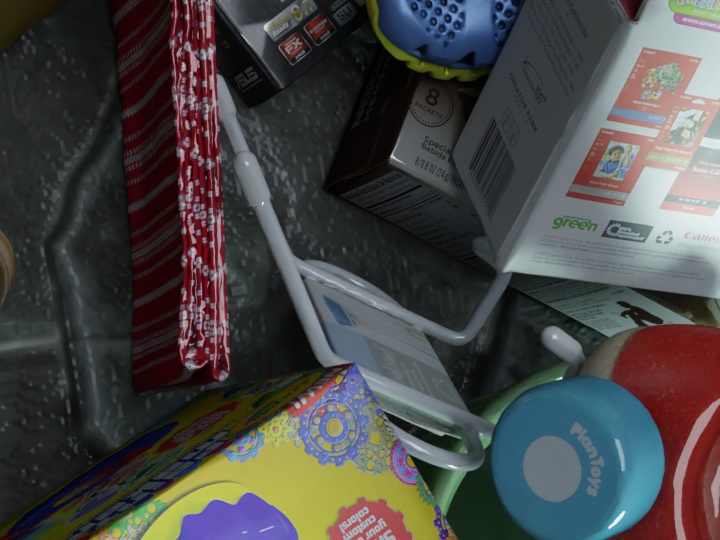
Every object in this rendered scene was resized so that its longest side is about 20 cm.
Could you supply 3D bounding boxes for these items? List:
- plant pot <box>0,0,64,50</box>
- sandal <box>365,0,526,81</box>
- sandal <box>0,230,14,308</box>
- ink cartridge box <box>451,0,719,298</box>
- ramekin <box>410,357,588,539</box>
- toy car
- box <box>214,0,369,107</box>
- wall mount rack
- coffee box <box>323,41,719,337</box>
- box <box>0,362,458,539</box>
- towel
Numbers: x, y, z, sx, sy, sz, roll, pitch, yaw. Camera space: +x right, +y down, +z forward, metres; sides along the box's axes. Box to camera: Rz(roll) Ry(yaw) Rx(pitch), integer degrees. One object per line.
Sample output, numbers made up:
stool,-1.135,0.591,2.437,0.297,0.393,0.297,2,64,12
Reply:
plant pot,-0.178,-0.177,0.667,0.200,0.200,0.177,38,49,-14
sandal,0.097,-0.133,0.782,0.199,0.087,0.080,-9,85,-24
sandal,-0.234,-0.050,0.710,0.211,0.070,0.078,33,107,-14
ink cartridge box,0.168,-0.078,0.748,0.199,0.176,0.084,8,40,-23
ramekin,0.098,0.144,0.824,0.199,0.098,0.201,3,82,-22
toy car,0.183,0.104,0.665,0.184,0.199,0.178,-4,88,-54
box,-0.023,-0.201,0.845,0.200,0.048,0.159,-41,100,-22
wall mount rack,0.000,0.000,0.743,0.173,0.200,0.075,26,103,-19
coffee box,0.098,-0.052,0.859,0.199,0.080,0.114,27,72,-18
box,-0.083,0.145,0.696,0.200,0.192,0.122,-32,96,-23
towel,-0.086,-0.050,0.746,0.022,0.145,0.201,-2,85,-18
